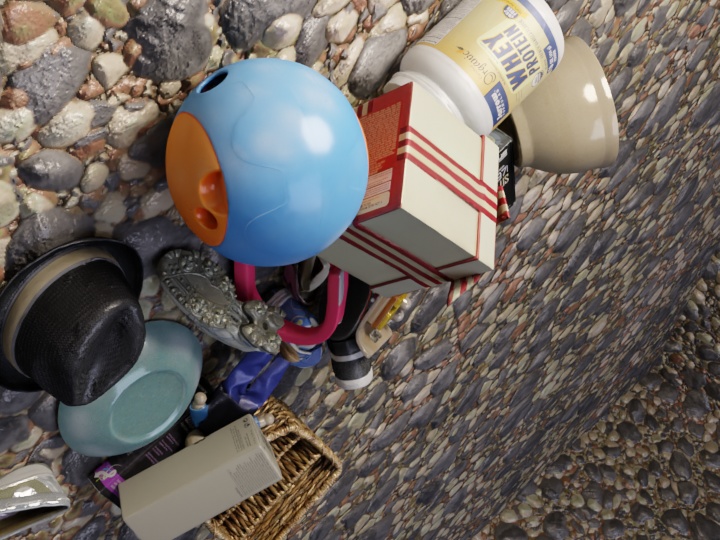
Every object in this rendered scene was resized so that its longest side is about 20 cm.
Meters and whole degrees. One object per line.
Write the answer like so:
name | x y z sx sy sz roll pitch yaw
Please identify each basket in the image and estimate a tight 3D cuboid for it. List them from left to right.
basket | -0.147 0.299 1.216 0.200 0.149 0.143 -45 156 -6

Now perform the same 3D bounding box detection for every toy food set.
toy food set | 0.076 0.024 1.146 0.201 0.060 0.143 -56 173 17

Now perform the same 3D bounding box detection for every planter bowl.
planter bowl | 0.278 -0.230 1.247 0.134 0.201 0.201 -18 148 0

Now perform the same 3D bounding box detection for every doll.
doll | -0.165 0.178 1.132 0.200 0.049 0.136 -49 134 8

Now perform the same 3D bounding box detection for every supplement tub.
supplement tub | 0.139 -0.249 1.043 0.200 0.144 0.145 -45 151 -10

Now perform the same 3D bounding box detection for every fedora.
fedora | -0.286 0.067 0.864 0.200 0.091 0.201 -35 148 -26

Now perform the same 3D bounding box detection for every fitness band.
fitness band | -0.087 0.013 1.043 0.038 0.143 0.201 -64 166 -44

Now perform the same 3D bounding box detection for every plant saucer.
plant saucer | -0.269 0.157 1.031 0.200 0.039 0.202 -29 138 -30

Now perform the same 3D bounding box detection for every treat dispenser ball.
treat dispenser ball | -0.091 -0.105 0.826 0.200 0.201 0.202 -35 148 -25

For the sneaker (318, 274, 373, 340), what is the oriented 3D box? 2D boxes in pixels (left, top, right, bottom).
sneaker | 0.001 0.000 1.158 0.108 0.067 0.203 26 76 -74

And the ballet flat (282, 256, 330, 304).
ballet flat | -0.060 -0.036 1.088 0.069 0.071 0.201 -20 140 -31

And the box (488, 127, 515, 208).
box | 0.138 -0.108 1.272 0.200 0.086 0.164 -42 150 -14

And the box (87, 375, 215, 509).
box | -0.267 0.253 1.177 0.200 0.036 0.143 -43 151 -17

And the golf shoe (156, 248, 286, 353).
golf shoe | -0.184 0.048 1.012 0.200 0.097 0.079 43 48 -39

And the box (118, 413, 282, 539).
box | -0.211 0.278 1.105 0.199 0.068 0.083 -27 127 -5

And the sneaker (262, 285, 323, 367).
sneaker | -0.090 0.101 1.205 0.076 0.077 0.200 -46 153 -11

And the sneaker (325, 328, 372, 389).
sneaker | -0.018 0.079 1.228 0.072 0.200 0.113 -10 111 -4

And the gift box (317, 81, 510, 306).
gift box | 0.046 -0.066 0.959 0.186 0.184 0.202 28 63 -40

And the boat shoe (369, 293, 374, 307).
boat shoe | 0.021 0.029 1.293 0.068 0.072 0.201 -33 154 -31

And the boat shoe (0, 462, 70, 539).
boat shoe | -0.434 0.291 0.951 0.201 0.065 0.075 -21 141 -42
